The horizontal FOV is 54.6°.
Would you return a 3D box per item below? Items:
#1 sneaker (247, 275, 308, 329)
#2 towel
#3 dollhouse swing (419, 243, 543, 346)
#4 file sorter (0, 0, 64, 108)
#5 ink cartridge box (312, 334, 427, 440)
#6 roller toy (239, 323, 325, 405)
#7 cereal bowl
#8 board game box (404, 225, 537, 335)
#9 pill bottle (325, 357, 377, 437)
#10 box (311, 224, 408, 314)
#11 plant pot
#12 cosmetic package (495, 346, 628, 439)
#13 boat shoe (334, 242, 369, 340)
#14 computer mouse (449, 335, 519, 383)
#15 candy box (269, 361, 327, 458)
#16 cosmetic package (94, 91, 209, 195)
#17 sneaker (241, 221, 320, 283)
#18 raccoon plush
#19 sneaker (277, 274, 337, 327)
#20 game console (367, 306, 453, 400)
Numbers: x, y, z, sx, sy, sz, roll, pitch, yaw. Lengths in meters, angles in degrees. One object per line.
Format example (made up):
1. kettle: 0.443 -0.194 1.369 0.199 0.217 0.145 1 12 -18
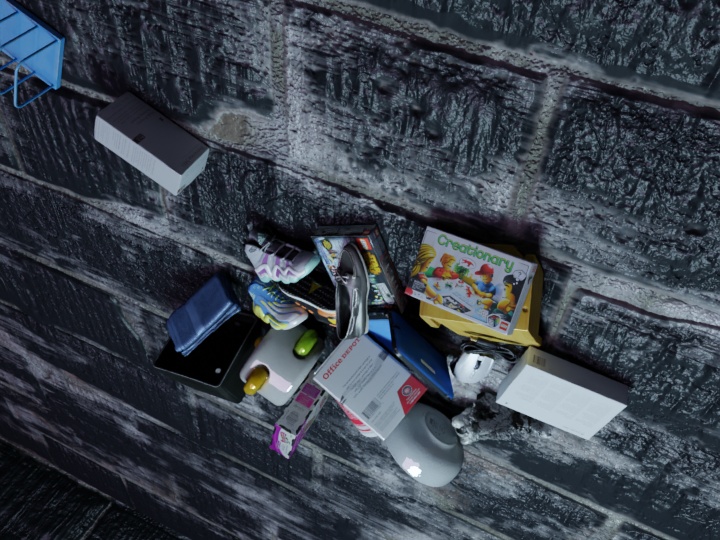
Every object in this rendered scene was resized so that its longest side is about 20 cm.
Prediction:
1. sneaker: -0.195 0.065 1.531 0.200 0.076 0.105 7 128 53
2. towel: -0.372 0.101 1.644 0.200 0.049 0.112 -41 59 19
3. dollhouse swing: 0.238 0.046 1.274 0.200 0.176 0.182 5 91 31
4. file sorter: -0.706 -0.438 1.366 0.200 0.123 0.139 36 141 -2
5. ink cartridge box: 0.020 0.236 1.481 0.200 0.144 0.084 40 176 5
6. roller toy: -0.185 0.203 1.597 0.140 0.200 0.182 36 173 0
7. cereal bowl: 0.153 0.371 1.543 0.200 0.200 0.083 38 118 -5
8. board game box: 0.184 0.015 1.186 0.200 0.035 0.126 22 98 28
9. pill bottle: -0.002 0.279 1.607 0.112 0.112 0.200 -11 123 41
10. box: 0.000 0.000 1.385 0.137 0.040 0.200 0 129 33
11. plant pot: -0.352 0.220 1.739 0.200 0.200 0.178 12 148 25
12. cosmetic package: 0.381 0.237 1.335 0.200 0.052 0.151 23 138 1
13. boat shoe: -0.022 0.047 1.334 0.067 0.057 0.200 28 132 47
14. computer mouse: 0.229 0.187 1.377 0.109 0.044 0.200 13 152 -3
15. candy box: -0.138 0.338 1.690 0.061 0.200 0.136 28 141 8
16. cosmetic package: -0.408 -0.250 1.368 0.200 0.102 0.074 33 142 0
17. sneaker: -0.180 -0.045 1.425 0.200 0.078 0.140 -8 123 47
18. raccoon plush: 0.294 0.348 1.499 0.200 0.097 0.134 26 147 9
19. sneaker: -0.100 0.067 1.467 0.200 0.070 0.090 26 145 40
20. game console: 0.081 0.174 1.419 0.118 0.171 0.200 -32 125 21
